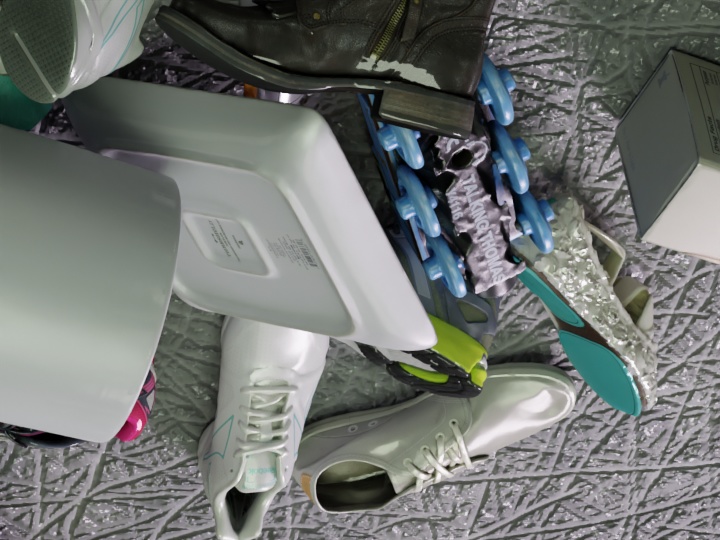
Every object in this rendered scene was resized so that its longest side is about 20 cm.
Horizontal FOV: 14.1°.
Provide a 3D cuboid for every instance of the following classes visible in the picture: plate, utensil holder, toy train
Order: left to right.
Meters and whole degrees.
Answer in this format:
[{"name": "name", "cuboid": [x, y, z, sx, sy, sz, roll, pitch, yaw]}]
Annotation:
[{"name": "utensil holder", "cuboid": [-0.218, -0.004, 1.616, 0.199, 0.170, 0.170, 15, 131, -16]}, {"name": "plate", "cuboid": [-0.071, -0.027, 1.692, 0.199, 0.032, 0.200, 10, 143, 36]}, {"name": "toy train", "cuboid": [0.047, -0.073, 1.684, 0.086, 0.114, 0.200, -27, 133, -6]}]

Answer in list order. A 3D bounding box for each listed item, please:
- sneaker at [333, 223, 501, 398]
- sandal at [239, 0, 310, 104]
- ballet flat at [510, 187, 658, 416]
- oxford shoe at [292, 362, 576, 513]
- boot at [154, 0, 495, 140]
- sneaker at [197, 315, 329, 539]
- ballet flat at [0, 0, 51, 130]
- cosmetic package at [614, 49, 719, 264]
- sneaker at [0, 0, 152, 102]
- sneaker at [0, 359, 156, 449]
[{"name": "sneaker", "cuboid": [0.000, 0.000, 1.785, 0.200, 0.081, 0.074, 33, 152, -12]}, {"name": "sandal", "cuboid": [-0.038, -0.152, 1.621, 0.059, 0.079, 0.207, -2, 132, -2]}, {"name": "ballet flat", "cuboid": [0.151, 0.019, 1.824, 0.072, 0.072, 0.200, -22, 139, 14]}, {"name": "oxford shoe", "cuboid": [0.049, 0.114, 1.909, 0.199, 0.058, 0.075, -17, 131, 7]}, {"name": "boot", "cuboid": [0.002, -0.174, 1.557, 0.199, 0.069, 0.175, 15, 90, -15]}, {"name": "sneaker", "cuboid": [-0.060, 0.094, 1.859, 0.070, 0.080, 0.201, 5, 132, -9]}, {"name": "ballet flat", "cuboid": [-0.240, -0.143, 1.610, 0.200, 0.068, 0.070, 29, 128, -30]}, {"name": "cosmetic package", "cuboid": [0.261, -0.049, 1.746, 0.199, 0.104, 0.073, 17, 130, -21]}, {"name": "sneaker", "cuboid": [-0.141, -0.191, 1.577, 0.080, 0.070, 0.201, -21, 136, -49]}, {"name": "sneaker", "cuboid": [-0.228, 0.079, 1.824, 0.199, 0.075, 0.081, -10, 135, 4]}]
